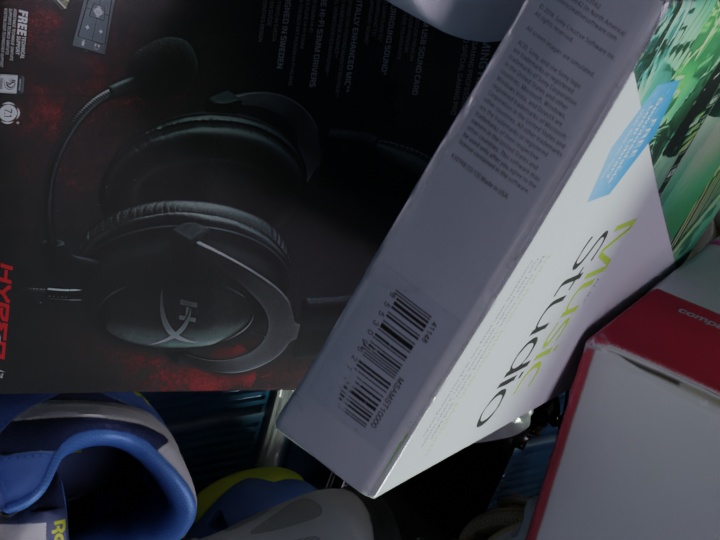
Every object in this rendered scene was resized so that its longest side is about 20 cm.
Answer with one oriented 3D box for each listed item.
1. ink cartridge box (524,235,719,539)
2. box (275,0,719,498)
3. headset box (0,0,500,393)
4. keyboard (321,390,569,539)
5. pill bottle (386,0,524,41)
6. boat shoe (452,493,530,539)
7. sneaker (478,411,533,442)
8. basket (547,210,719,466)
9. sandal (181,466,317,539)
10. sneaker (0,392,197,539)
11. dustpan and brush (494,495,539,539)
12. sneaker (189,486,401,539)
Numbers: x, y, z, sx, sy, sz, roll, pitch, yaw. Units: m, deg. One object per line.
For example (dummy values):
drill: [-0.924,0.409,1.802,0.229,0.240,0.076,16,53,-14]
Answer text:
ink cartridge box: [0.130,0.066,0.752,0.200,0.085,0.149,-30,139,-52]
box: [0.064,-0.023,0.631,0.145,0.036,0.200,-60,165,20]
headset box: [-0.026,-0.043,0.715,0.198,0.077,0.150,1,119,-17]
keyboard: [0.047,0.033,0.946,0.103,0.040,0.201,18,102,-30]
pill bottle: [-0.020,-0.141,0.612,0.113,0.200,0.115,-25,132,-31]
boat shoe: [0.070,0.116,0.912,0.072,0.065,0.200,-49,175,8]
sneaker: [0.000,0.000,0.834,0.099,0.078,0.201,-24,126,-11]
basket: [0.201,0.013,0.939,0.198,0.160,0.201,-25,138,-63]
sandal: [-0.049,0.172,0.891,0.079,0.087,0.202,0,113,-41]
sneaker: [-0.139,0.076,0.734,0.199,0.082,0.074,-16,129,-36]
dustpan and brush: [0.026,0.155,0.778,0.140,0.057,0.202,-50,150,-58]
sneaker: [-0.085,0.131,0.795,0.200,0.076,0.115,-37,140,21]
